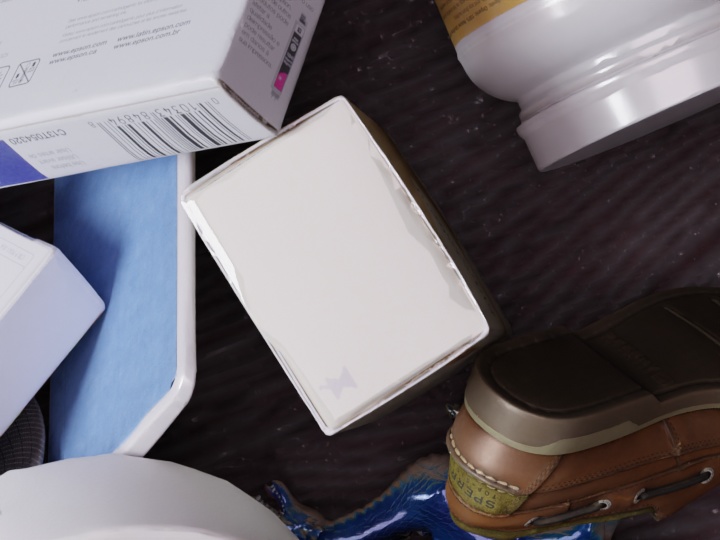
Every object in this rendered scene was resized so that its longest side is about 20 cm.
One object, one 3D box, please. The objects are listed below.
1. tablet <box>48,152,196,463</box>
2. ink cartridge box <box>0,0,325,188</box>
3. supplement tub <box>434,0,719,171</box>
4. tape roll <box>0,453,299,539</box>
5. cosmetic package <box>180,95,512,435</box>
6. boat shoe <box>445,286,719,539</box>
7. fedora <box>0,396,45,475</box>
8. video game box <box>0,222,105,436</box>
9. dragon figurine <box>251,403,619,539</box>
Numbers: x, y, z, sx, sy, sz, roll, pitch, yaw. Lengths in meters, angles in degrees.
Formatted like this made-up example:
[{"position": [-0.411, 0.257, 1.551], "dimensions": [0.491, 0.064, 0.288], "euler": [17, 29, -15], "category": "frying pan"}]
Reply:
[{"position": [-0.090, -0.013, 1.127], "dimensions": [0.014, 0.130, 0.201], "euler": [13, 56, -24], "category": "tablet"}, {"position": [-0.082, -0.126, 1.109], "dimensions": [0.196, 0.043, 0.200], "euler": [-8, 51, 42], "category": "ink cartridge box"}, {"position": [0.085, -0.153, 1.133], "dimensions": [0.144, 0.145, 0.200], "euler": [-23, 88, 5], "category": "supplement tub"}, {"position": [-0.092, 0.170, 1.060], "dimensions": [0.202, 0.071, 0.203], "euler": [-5, 110, -15], "category": "tape roll"}, {"position": [0.000, 0.000, 1.112], "dimensions": [0.071, 0.200, 0.105], "euler": [-32, 88, 3], "category": "cosmetic package"}, {"position": [0.112, 0.056, 1.138], "dimensions": [0.072, 0.200, 0.068], "euler": [47, 130, 42], "category": "boat shoe"}, {"position": [-0.196, 0.131, 1.164], "dimensions": [0.199, 0.177, 0.090], "euler": [-15, 128, 17], "category": "fedora"}, {"position": [-0.221, 0.051, 1.135], "dimensions": [0.182, 0.047, 0.200], "euler": [26, 71, 42], "category": "video game box"}, {"position": [0.055, 0.119, 1.178], "dimensions": [0.200, 0.059, 0.100], "euler": [28, 92, 5], "category": "dragon figurine"}]
